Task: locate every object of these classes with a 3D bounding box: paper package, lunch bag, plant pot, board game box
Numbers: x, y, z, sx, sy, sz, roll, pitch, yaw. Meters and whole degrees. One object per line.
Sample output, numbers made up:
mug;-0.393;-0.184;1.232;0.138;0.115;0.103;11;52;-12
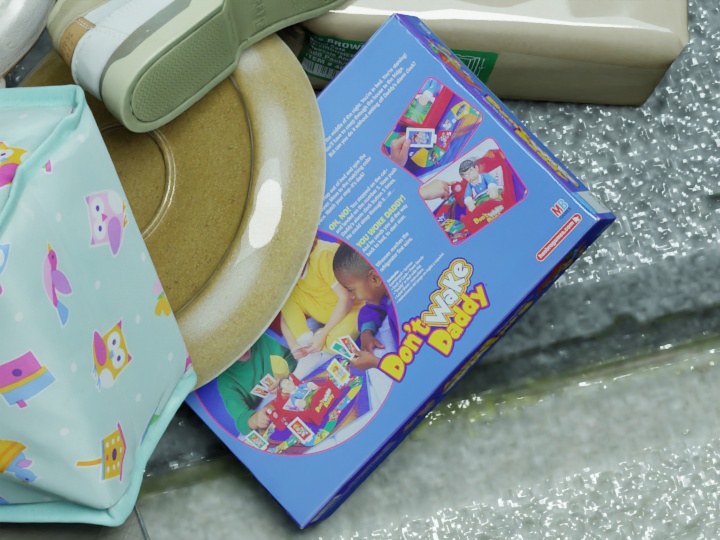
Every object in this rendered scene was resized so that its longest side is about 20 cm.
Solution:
paper package;0.059;-0.184;1.358;0.199;0.104;0.192;4;71;-5
lunch bag;-0.190;0.013;1.155;0.199;0.171;0.122;1;42;27
plant pot;-0.108;-0.036;1.275;0.199;0.027;0.201;-9;71;29
board game box;0.000;0.000;1.273;0.135;0.045;0.200;46;103;9

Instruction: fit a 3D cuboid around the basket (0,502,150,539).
basket;-0.179;0.173;1.204;0.199;0.136;0.181;-19;75;-8

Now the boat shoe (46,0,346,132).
boat shoe;-0.052;-0.145;1.242;0.200;0.075;0.068;-36;61;-25

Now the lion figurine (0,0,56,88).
lion figurine;-0.167;-0.127;1.301;0.200;0.122;0.073;-44;118;-6
